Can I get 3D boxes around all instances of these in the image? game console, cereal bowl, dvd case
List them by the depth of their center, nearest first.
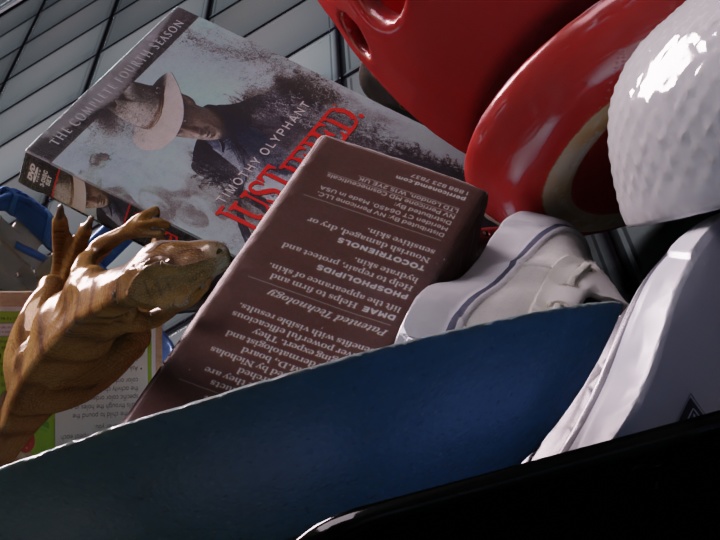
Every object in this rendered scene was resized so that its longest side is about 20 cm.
[{"bbox_3d":[0.071,0.050,0.620,0.199,0.117,0.176,-14,23,-7],"label":"game console"},{"bbox_3d":[0.176,-0.078,0.854,0.199,0.084,0.200,-14,0,0],"label":"cereal bowl"},{"bbox_3d":[-0.026,-0.035,1.090,0.146,0.200,0.022,-51,-16,-50],"label":"dvd case"}]

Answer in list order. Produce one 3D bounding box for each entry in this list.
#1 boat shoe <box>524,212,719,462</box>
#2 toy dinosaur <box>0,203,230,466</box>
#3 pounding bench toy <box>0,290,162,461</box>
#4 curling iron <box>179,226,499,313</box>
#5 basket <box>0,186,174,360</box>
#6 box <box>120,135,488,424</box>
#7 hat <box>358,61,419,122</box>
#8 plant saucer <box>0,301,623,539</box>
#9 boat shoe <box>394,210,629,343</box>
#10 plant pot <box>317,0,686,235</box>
[{"bbox_3d":[0.085,0.052,0.800,0.068,0.072,0.200,-16,30,42],"label":"boat shoe"},{"bbox_3d":[-0.106,0.031,0.870,0.200,0.060,0.106,-52,5,42],"label":"toy dinosaur"},{"bbox_3d":[-0.151,0.071,1.030,0.156,0.125,0.200,-2,-1,44],"label":"pounding bench toy"},{"bbox_3d":[0.000,0.000,1.014,0.199,0.026,0.050,-4,17,-25],"label":"curling iron"},{"bbox_3d":[-0.132,0.024,1.165,0.200,0.139,0.176,-38,15,11],"label":"basket"},{"bbox_3d":[-0.024,0.051,0.885,0.075,0.100,0.200,20,42,13],"label":"box"},{"bbox_3d":[0.052,-0.118,1.237,0.201,0.081,0.201,-49,0,0],"label":"hat"},{"bbox_3d":[-0.019,0.055,0.694,0.200,0.039,0.201,-17,-7,-2],"label":"plant saucer"},{"bbox_3d":[0.067,0.027,0.914,0.070,0.071,0.200,17,12,14],"label":"boat shoe"},{"bbox_3d":[0.086,-0.125,1.021,0.200,0.183,0.201,-23,-24,-11],"label":"plant pot"}]
